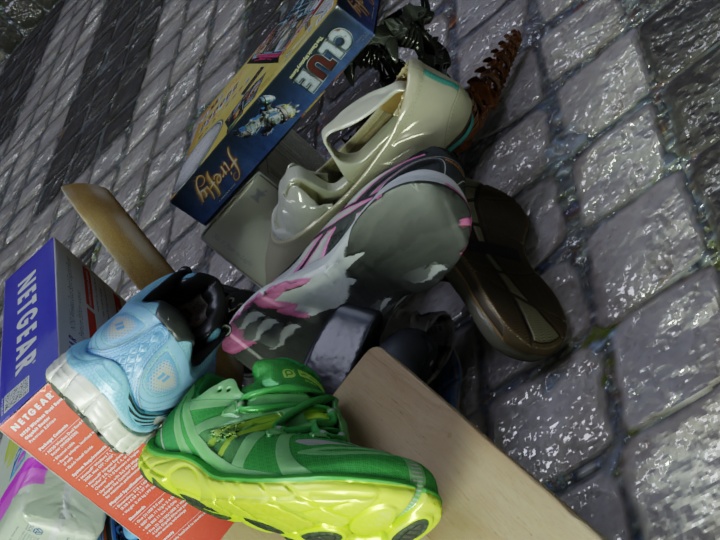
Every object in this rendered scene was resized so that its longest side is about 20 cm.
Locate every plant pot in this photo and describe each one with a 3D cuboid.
[{"bbox_3d":[-0.145,0.010,0.881,0.027,0.200,0.200,-39,26,-7],"label":"plant pot"}]

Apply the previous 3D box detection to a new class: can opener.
[{"bbox_3d":[-0.008,0.122,0.682,0.078,0.063,0.201,18,91,30],"label":"can opener"}]

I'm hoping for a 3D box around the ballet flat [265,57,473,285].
[{"bbox_3d":[-0.013,-0.063,0.797,0.200,0.069,0.070,-43,29,22],"label":"ballet flat"}]

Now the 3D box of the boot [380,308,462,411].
[{"bbox_3d":[0.023,0.048,0.785,0.095,0.073,0.201,-30,43,27],"label":"boot"}]

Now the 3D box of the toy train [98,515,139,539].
[{"bbox_3d":[-0.159,0.183,0.885,0.115,0.086,0.200,-57,24,10],"label":"toy train"}]

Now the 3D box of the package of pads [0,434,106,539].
[{"bbox_3d":[-0.230,0.151,0.891,0.155,0.068,0.200,-54,23,36],"label":"package of pads"}]

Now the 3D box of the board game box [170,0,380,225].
[{"bbox_3d":[-0.059,-0.140,0.883,0.200,0.035,0.136,-44,21,30],"label":"board game box"}]

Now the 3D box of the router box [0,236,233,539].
[{"bbox_3d":[-0.148,0.087,0.775,0.049,0.180,0.200,-41,27,5],"label":"router box"}]

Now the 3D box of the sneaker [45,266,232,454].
[{"bbox_3d":[-0.103,0.043,0.688,0.090,0.078,0.200,-43,3,5],"label":"sneaker"}]

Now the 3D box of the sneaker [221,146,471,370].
[{"bbox_3d":[0.000,0.000,0.738,0.200,0.080,0.086,-36,16,31],"label":"sneaker"}]

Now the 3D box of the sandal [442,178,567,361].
[{"bbox_3d":[0.073,-0.002,0.763,0.200,0.080,0.054,-106,36,-53],"label":"sandal"}]

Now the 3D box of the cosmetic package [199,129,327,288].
[{"bbox_3d":[-0.072,-0.060,0.990,0.073,0.103,0.200,-45,21,14],"label":"cosmetic package"}]

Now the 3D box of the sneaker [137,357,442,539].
[{"bbox_3d":[-0.039,0.081,0.570,0.200,0.074,0.084,3,66,50],"label":"sneaker"}]

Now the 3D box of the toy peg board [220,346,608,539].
[{"bbox_3d":[0.021,0.174,0.569,0.199,0.098,0.200,-52,34,0],"label":"toy peg board"}]

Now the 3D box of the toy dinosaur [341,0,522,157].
[{"bbox_3d":[0.042,-0.123,0.896,0.102,0.136,0.200,-25,14,44],"label":"toy dinosaur"}]

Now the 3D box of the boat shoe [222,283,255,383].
[{"bbox_3d":[-0.100,0.047,0.978,0.069,0.057,0.200,-59,27,-12],"label":"boat shoe"}]
